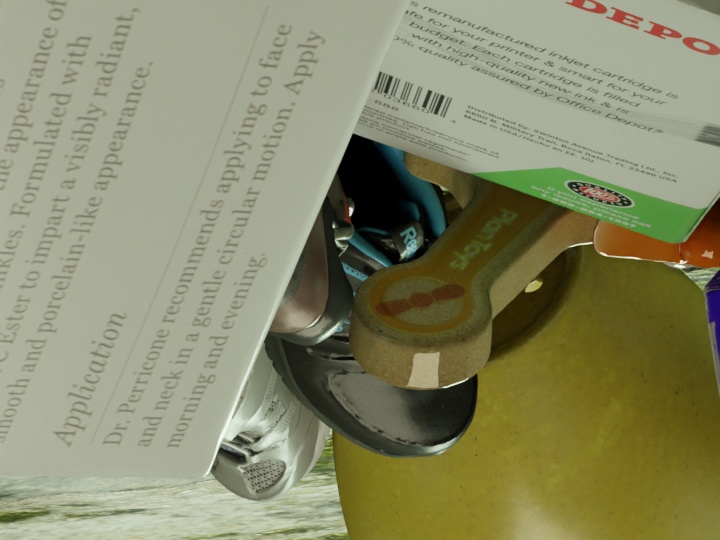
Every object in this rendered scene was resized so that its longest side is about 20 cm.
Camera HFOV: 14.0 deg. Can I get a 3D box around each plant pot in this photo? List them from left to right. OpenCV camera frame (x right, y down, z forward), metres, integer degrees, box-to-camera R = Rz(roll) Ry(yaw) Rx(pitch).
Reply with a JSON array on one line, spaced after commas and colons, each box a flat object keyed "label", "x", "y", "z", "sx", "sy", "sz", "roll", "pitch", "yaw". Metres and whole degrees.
[{"label": "plant pot", "x": 0.066, "y": 0.046, "z": 1.244, "sx": 0.199, "sy": 0.201, "sz": 0.142, "roll": -10, "pitch": 136, "yaw": 19}]

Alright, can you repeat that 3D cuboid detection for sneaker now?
[{"label": "sneaker", "x": -0.065, "y": 0.041, "z": 1.185, "sx": 0.074, "sy": 0.082, "sz": 0.200, "roll": 20, "pitch": 150, "yaw": 22}, {"label": "sneaker", "x": -0.045, "y": -0.029, "z": 0.977, "sx": 0.082, "sy": 0.200, "sz": 0.077, "roll": 39, "pitch": 106, "yaw": -23}, {"label": "sneaker", "x": 0.000, "y": 0.000, "z": 1.089, "sx": 0.073, "sy": 0.200, "sz": 0.082, "roll": -40, "pitch": -145, "yaw": -18}]

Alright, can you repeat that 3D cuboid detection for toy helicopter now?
[{"label": "toy helicopter", "x": 0.066, "y": -0.017, "z": 0.993, "sx": 0.132, "sy": 0.200, "sz": 0.079, "roll": 23, "pitch": 132, "yaw": 20}]

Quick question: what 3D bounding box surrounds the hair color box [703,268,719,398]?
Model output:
[{"label": "hair color box", "x": 0.175, "y": 0.043, "z": 1.109, "sx": 0.064, "sy": 0.110, "sz": 0.200, "roll": -7, "pitch": -175, "yaw": 15}]

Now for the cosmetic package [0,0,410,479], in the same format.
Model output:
[{"label": "cosmetic package", "x": -0.124, "y": -0.062, "z": 0.713, "sx": 0.199, "sy": 0.165, "sz": 0.165, "roll": 4, "pitch": 128, "yaw": -29}]

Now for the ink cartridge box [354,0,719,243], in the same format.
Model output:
[{"label": "ink cartridge box", "x": 0.058, "y": -0.091, "z": 0.857, "sx": 0.145, "sy": 0.084, "sz": 0.200, "roll": 20, "pitch": 165, "yaw": -1}]

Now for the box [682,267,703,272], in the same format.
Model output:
[{"label": "box", "x": 0.162, "y": -0.056, "z": 1.179, "sx": 0.116, "sy": 0.060, "sz": 0.200, "roll": -9, "pitch": 166, "yaw": 14}]
